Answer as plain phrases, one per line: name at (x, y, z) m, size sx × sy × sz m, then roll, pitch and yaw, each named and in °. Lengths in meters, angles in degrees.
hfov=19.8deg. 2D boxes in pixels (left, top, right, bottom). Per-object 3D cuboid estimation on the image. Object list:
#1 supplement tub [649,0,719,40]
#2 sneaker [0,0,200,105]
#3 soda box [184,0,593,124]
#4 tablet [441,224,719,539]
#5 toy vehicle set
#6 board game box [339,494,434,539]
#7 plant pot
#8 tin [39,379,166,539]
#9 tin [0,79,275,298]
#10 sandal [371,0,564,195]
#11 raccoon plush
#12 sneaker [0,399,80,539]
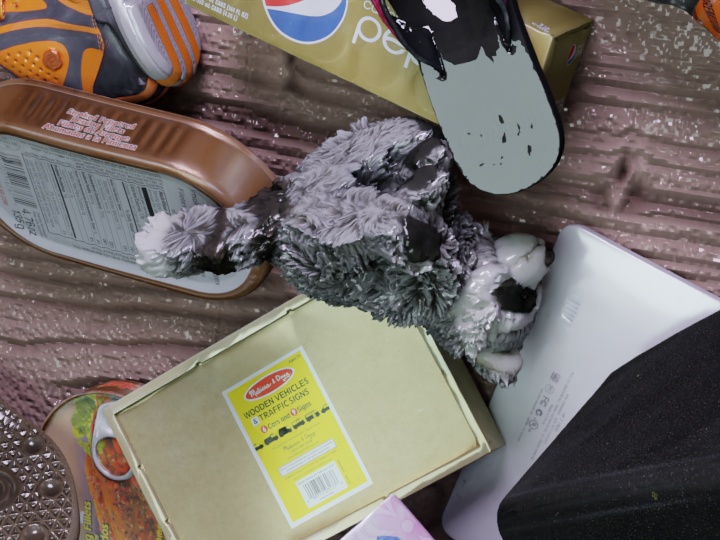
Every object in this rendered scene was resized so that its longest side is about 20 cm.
supplement tub at (0.129, -0.210, 0.942) m, size 0.200 × 0.122 × 0.123 m, roll 48°, pitch 120°, yaw 7°
sneaker at (-0.175, -0.177, 1.132) m, size 0.111 × 0.077 × 0.202 m, roll -18°, pitch 96°, yaw 29°
soda box at (0.014, -0.133, 1.057) m, size 0.199 × 0.064 × 0.068 m, roll 26°, pitch 114°, yaw 17°
tablet at (0.129, 0.088, 1.094) m, size 0.129 × 0.014 × 0.201 m, roll 28°, pitch 116°, yaw 17°
toy vehicle set at (-0.034, 0.086, 1.140) m, size 0.199 × 0.026 × 0.125 m, roll -29°, pitch 84°, yaw 20°
board game box at (0.054, 0.219, 1.084) m, size 0.200 × 0.041 × 0.200 m, roll 49°, pitch 164°, yaw 6°
plant pot at (0.185, 0.127, 0.967) m, size 0.177 × 0.200 × 0.201 m, roll -12°, pitch 112°, yaw 42°
tin at (-0.142, 0.163, 1.241) m, size 0.111 × 0.042 × 0.202 m, roll 9°, pitch 108°, yaw 20°
tin at (-0.133, -0.043, 1.142) m, size 0.198 × 0.042 × 0.112 m, roll 15°, pitch 146°, yaw 21°
sandal at (0.040, -0.132, 0.983) m, size 0.075 × 0.045 × 0.201 m, roll -26°, pitch 85°, yaw 22°
raccoon plush at (0.000, 0.000, 1.067) m, size 0.198 × 0.097 × 0.134 m, roll -3°, pitch 136°, yaw 28°
sneaker at (-0.221, 0.125, 1.231) m, size 0.200 × 0.070 × 0.076 m, roll 46°, pitch 150°, yaw 40°
